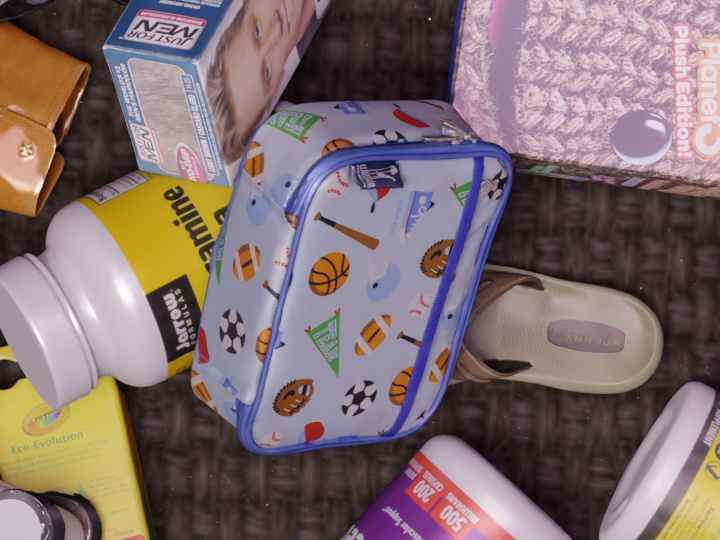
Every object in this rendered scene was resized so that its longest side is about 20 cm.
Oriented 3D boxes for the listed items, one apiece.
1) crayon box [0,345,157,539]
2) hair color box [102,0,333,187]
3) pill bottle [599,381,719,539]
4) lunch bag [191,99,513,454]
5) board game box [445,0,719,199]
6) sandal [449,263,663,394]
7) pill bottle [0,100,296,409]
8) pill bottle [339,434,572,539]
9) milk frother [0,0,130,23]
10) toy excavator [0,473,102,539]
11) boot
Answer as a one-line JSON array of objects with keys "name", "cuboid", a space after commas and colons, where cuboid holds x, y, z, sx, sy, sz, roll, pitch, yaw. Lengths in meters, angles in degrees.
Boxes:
[{"name": "crayon box", "cuboid": [-0.183, 0.142, 1.659, 0.127, 0.051, 0.201, -13, 75, 0]}, {"name": "hair color box", "cuboid": [-0.066, -0.153, 1.608, 0.060, 0.100, 0.200, 12, 53, 21]}, {"name": "pill bottle", "cuboid": [0.245, 0.157, 1.651, 0.200, 0.111, 0.112, 31, 88, -1]}, {"name": "lunch bag", "cuboid": [0.000, 0.000, 1.573, 0.160, 0.076, 0.201, -2, 122, -37]}, {"name": "board game box", "cuboid": [0.153, -0.130, 1.663, 0.199, 0.097, 0.160, 7, 89, 0]}, {"name": "sandal", "cuboid": [0.076, 0.031, 1.677, 0.200, 0.057, 0.080, 1, 88, -1]}, {"name": "pill bottle", "cuboid": [-0.102, -0.005, 1.625, 0.200, 0.112, 0.113, -28, 89, -17]}, {"name": "pill bottle", "cuboid": [0.022, 0.198, 1.645, 0.112, 0.112, 0.200, 42, 88, 0]}, {"name": "milk frother", "cuboid": [-0.186, -0.245, 1.653, 0.180, 0.200, 0.189, -20, 73, 24]}, {"name": "toy excavator", "cuboid": [-0.203, 0.213, 1.576, 0.194, 0.100, 0.201, 24, 90, 11]}, {"name": "boot", "cuboid": [-0.251, -0.058, 1.662, 0.144, 0.071, 0.202, 26, 81, 9]}]
